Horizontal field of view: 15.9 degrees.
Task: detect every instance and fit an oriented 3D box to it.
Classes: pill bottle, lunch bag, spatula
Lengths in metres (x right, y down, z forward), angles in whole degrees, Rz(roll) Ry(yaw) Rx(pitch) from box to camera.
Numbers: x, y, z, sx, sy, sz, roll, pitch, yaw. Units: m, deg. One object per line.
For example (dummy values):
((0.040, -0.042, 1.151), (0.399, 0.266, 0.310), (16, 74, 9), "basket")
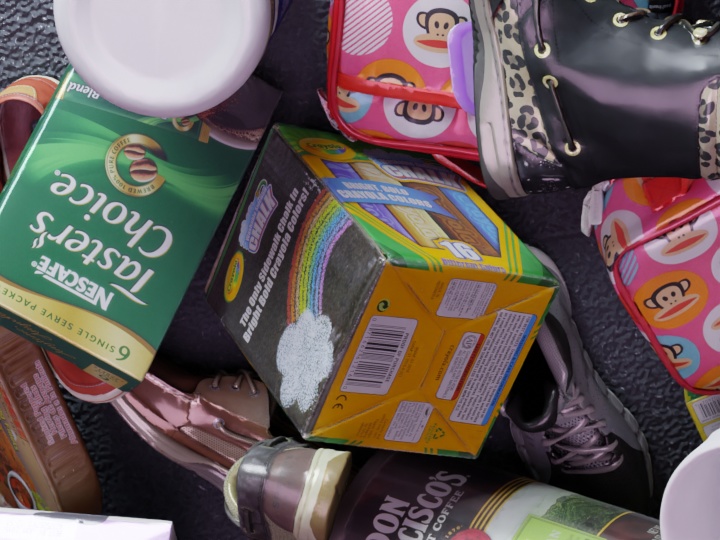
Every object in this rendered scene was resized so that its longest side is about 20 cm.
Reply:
((-0.093, -0.166, 1.419), (0.115, 0.200, 0.116), (3, 111, 7), "pill bottle")
((0.233, -0.032, 1.454), (0.200, 0.082, 0.176), (-27, 133, 11), "lunch bag")
((0.149, -0.120, 1.425), (0.200, 0.021, 0.057), (-5, 109, 3), "spatula")
((0.079, -0.130, 1.480), (0.200, 0.082, 0.176), (8, 115, 1), "lunch bag")

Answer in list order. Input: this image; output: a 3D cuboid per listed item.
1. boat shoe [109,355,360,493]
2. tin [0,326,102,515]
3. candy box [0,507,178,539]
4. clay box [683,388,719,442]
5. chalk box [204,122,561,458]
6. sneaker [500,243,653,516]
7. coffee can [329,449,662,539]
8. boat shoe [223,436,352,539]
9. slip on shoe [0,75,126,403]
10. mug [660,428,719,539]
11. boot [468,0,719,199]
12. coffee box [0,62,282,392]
((-0.080, 0.092, 1.586), (0.200, 0.076, 0.072), (39, 100, -12), "boat shoe")
((-0.218, 0.078, 1.573), (0.042, 0.112, 0.200), (-30, 111, -24), "tin")
((-0.188, 0.208, 1.572), (0.167, 0.200, 0.072), (5, 67, 5), "candy box")
((0.288, 0.136, 1.568), (0.115, 0.048, 0.200), (-23, 107, 11), "clay box")
((0.000, 0.000, 1.493), (0.124, 0.200, 0.125), (9, 117, -32), "chalk box")
((0.114, 0.090, 1.535), (0.075, 0.116, 0.200), (-24, 106, 14), "sneaker")
((0.094, 0.195, 1.522), (0.200, 0.146, 0.147), (16, 114, 28), "coffee can")
((-0.044, 0.125, 1.467), (0.066, 0.201, 0.072), (21, 80, -1), "boat shoe")
((-0.180, -0.017, 1.528), (0.074, 0.061, 0.200), (-14, 90, 17), "slip on shoe")
((0.288, 0.143, 1.439), (0.148, 0.175, 0.200), (-30, 92, 47), "mug")
((0.137, -0.137, 1.357), (0.153, 0.073, 0.204), (1, 103, 16), "boot")
((-0.139, -0.044, 1.487), (0.123, 0.044, 0.200), (30, 72, -12), "coffee box")
